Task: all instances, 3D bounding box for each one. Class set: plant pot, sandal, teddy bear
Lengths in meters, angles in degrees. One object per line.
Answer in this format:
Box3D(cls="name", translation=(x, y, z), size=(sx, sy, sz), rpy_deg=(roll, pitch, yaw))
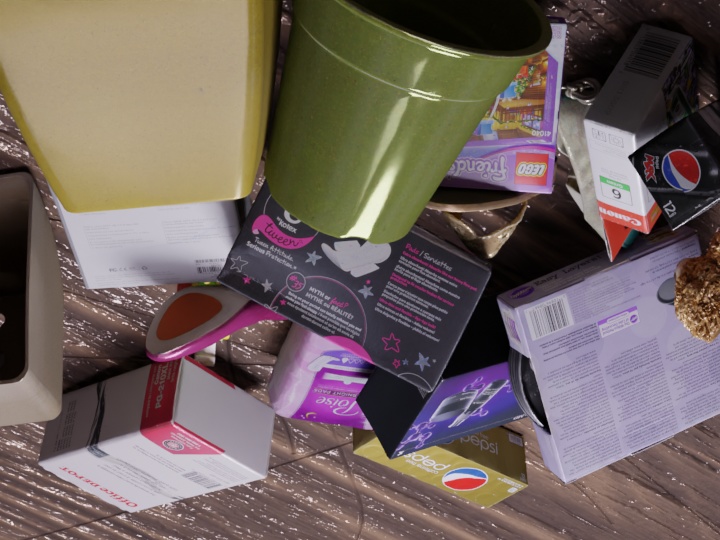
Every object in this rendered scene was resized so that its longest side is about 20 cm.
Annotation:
Box3D(cls="plant pot", translation=(0.013, -0.130, 1.303), size=(0.199, 0.200, 0.191), rpy_deg=(13, 121, -19))
Box3D(cls="plant pot", translation=(-0.151, -0.149, 1.262), size=(0.199, 0.200, 0.177), rpy_deg=(-4, 112, 4))
Box3D(cls="sandal", translation=(0.111, -0.046, 1.466), size=(0.077, 0.212, 0.070), rpy_deg=(11, 110, 24))
Box3D(cls="plant pot", translation=(-0.364, 0.051, 1.601), size=(0.199, 0.201, 0.177), rpy_deg=(-7, 154, 8))
Box3D(cls="teddy bear", translation=(0.342, -0.032, 1.547), size=(0.200, 0.067, 0.145), rpy_deg=(-57, 163, 22))

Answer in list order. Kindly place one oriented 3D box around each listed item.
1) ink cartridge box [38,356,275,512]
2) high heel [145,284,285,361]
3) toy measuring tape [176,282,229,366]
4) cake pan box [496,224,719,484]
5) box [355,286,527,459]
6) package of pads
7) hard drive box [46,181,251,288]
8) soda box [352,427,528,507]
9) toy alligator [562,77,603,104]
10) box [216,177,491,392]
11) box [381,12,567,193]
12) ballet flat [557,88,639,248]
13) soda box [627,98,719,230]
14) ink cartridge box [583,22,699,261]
Box3D(cls="ink cartridge box", translation=(-0.211, 0.172, 1.827), size=(0.199, 0.085, 0.145), rpy_deg=(-19, 141, 35))
Box3D(cls="high heel", translation=(-0.117, 0.050, 1.604), size=(0.067, 0.200, 0.096), rpy_deg=(29, 137, 33))
Box3D(cls="toy measuring tape", translation=(-0.147, 0.055, 1.702), size=(0.073, 0.074, 0.200), rpy_deg=(4, 143, -7))
Box3D(cls="cake pan box", translation=(0.235, 0.076, 1.615), size=(0.199, 0.052, 0.185), rpy_deg=(-23, 109, -12))
Box3D(cls="box", translation=(0.114, 0.092, 1.684), size=(0.199, 0.079, 0.141), rpy_deg=(-13, 152, -32))
Box3D(cls="package of pads", translation=(-0.011, 0.074, 1.729), size=(0.120, 0.076, 0.200), rpy_deg=(10, 142, -12))
Box3D(cls="hard drive box", translation=(-0.180, -0.075, 1.519), size=(0.155, 0.077, 0.200), rpy_deg=(-4, 144, 3))
Box3D(cls="soda box", translation=(0.085, 0.187, 1.894), size=(0.199, 0.064, 0.068), rpy_deg=(26, 136, -32))
Box3D(cls="toy alligator", translation=(0.097, -0.149, 1.441), size=(0.199, 0.060, 0.054), rpy_deg=(-9, 143, 10))
Box3D(cls="box", translation=(0.000, 0.000, 1.476), size=(0.199, 0.115, 0.132), rpy_deg=(28, -175, 2))
Box3D(cls="box", translation=(0.059, -0.137, 1.400), size=(0.199, 0.039, 0.138), rpy_deg=(4, 106, 1))
Box3D(cls="ballet flat", translation=(0.205, -0.093, 1.533), size=(0.062, 0.068, 0.200), rpy_deg=(21, 152, 27))
Box3D(cls="soda box", translation=(0.293, -0.100, 1.412), size=(0.063, 0.071, 0.200), rpy_deg=(-34, 176, 36))
Box3D(cls="ink cartridge box", translation=(0.241, -0.097, 1.470), size=(0.050, 0.109, 0.200), rpy_deg=(21, 153, 27))
